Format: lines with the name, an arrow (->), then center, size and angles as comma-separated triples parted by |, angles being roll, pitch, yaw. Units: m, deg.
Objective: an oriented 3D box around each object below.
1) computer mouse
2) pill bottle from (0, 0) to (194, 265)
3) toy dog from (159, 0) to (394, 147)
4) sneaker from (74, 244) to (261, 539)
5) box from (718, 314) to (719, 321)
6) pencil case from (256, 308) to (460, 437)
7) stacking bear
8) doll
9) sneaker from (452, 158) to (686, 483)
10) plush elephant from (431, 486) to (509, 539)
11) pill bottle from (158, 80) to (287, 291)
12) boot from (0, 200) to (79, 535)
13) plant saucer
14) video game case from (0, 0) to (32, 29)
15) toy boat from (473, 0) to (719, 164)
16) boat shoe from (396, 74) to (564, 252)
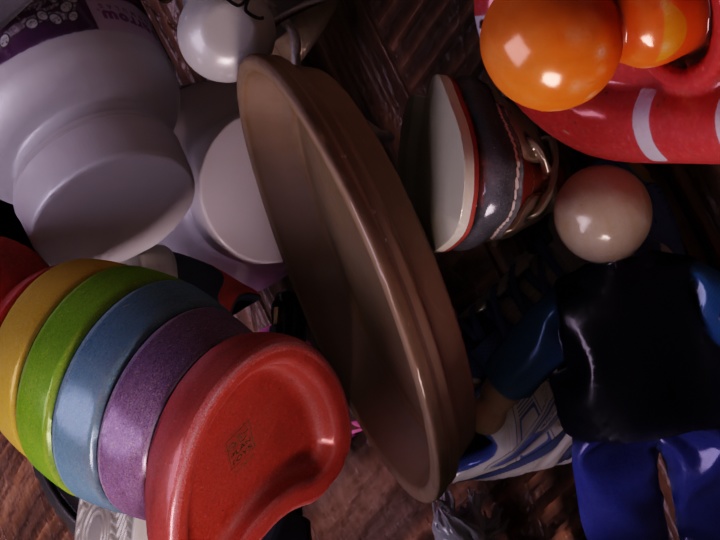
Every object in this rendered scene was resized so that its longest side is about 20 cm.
computer mouse -> -0.041, 0.102, 1.150 | 0.059, 0.034, 0.201 | 106, 164, -61
pill bottle -> -0.153, -0.102, 1.211 | 0.200, 0.112, 0.112 | 62, 152, 31
toy dog -> -0.043, -0.142, 1.163 | 0.097, 0.132, 0.200 | -60, 29, 11
sneaker -> -0.083, 0.088, 1.199 | 0.075, 0.084, 0.201 | -21, 59, 56
box -> 0.222, 0.078, 0.851 | 0.201, 0.079, 0.141 | 68, 155, 8
pencil case -> -0.015, 0.060, 1.276 | 0.200, 0.093, 0.091 | -26, 39, 63
stacking bear -> -0.121, 0.046, 1.111 | 0.200, 0.121, 0.114 | 23, 142, 31
doll -> 0.111, 0.053, 1.018 | 0.048, 0.136, 0.201 | -66, -34, -64
sneaker -> 0.076, 0.033, 1.082 | 0.075, 0.088, 0.200 | 57, 148, 30
plush elephant -> 0.046, 0.194, 1.156 | 0.155, 0.164, 0.201 | 87, -174, -82
pill bottle -> -0.092, -0.042, 1.322 | 0.200, 0.112, 0.113 | 2, 108, 61
boot -> -0.143, 0.041, 1.275 | 0.211, 0.079, 0.158 | 49, 152, 26
plant saucer -> 0.000, 0.000, 1.037 | 0.200, 0.029, 0.201 | 157, 90, -80
video game case -> -0.109, -0.214, 1.098 | 0.200, 0.025, 0.181 | -26, 42, 60
toy boat -> 0.100, -0.094, 0.910 | 0.200, 0.130, 0.131 | 5, 110, 61
boat shoe -> 0.052, -0.043, 1.027 | 0.200, 0.062, 0.071 | -126, 44, -84
